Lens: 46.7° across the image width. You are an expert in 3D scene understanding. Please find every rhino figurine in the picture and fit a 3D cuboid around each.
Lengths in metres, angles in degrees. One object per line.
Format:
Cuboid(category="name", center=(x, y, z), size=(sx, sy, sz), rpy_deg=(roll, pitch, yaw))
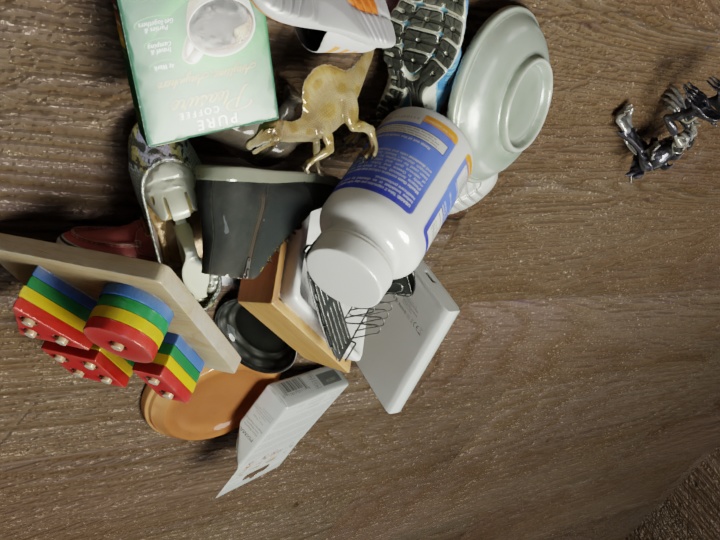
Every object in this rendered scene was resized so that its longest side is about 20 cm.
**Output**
Cuboid(category="rhino figurine", center=(-0.130, -0.158, 0.792), size=(0.087, 0.060, 0.200), rpy_deg=(-41, 142, 22))

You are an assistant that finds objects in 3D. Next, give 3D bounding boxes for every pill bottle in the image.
Cuboid(category="pill bottle", center=(0.027, -0.063, 0.839), size=(0.200, 0.112, 0.112), rpy_deg=(-57, 157, -32))

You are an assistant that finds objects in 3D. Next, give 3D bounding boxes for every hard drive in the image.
Cuboid(category="hard drive", center=(0.054, 0.082, 1.149), size=(0.026, 0.132, 0.200), rpy_deg=(-4, 135, -35))

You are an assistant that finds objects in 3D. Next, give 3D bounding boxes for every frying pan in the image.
Cuboid(category="frying pan", center=(-0.146, 0.049, 1.029), size=(0.115, 0.031, 0.190), rpy_deg=(-17, 113, 34))

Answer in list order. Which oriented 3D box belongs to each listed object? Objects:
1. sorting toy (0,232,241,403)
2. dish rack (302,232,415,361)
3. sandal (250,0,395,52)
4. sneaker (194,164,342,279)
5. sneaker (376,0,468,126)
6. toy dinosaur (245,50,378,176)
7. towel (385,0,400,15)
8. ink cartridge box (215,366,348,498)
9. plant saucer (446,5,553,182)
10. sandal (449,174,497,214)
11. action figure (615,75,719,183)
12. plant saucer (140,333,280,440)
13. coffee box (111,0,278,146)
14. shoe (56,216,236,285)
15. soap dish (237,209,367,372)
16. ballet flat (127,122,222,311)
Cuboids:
Cuboid(category="sorting toy", center=(-0.249, 0.057, 0.826), size=(0.199, 0.200, 0.070), rpy_deg=(67, 38, -56))
Cuboid(category="dish rack", center=(0.000, 0.000, 0.940), size=(0.054, 0.200, 0.154), rpy_deg=(-7, 115, 23))
Cuboid(category="sandal", center=(-0.044, -0.231, 0.727), size=(0.059, 0.079, 0.206), rpy_deg=(-19, 175, 35))
Cuboid(category="sneaker", center=(-0.089, -0.048, 0.830), size=(0.200, 0.075, 0.107), rpy_deg=(-4, 100, -52))
Cuboid(category="sneaker", center=(0.068, -0.226, 0.865), size=(0.090, 0.078, 0.200), rpy_deg=(-57, 171, -35))
Cuboid(category="toy dinosaur", center=(-0.018, -0.157, 0.800), size=(0.200, 0.058, 0.101), rpy_deg=(-48, 132, -25))
Cuboid(category="towel", center=(-0.006, -0.308, 0.752), size=(0.200, 0.023, 0.144), rpy_deg=(5, 131, -39))
Cuboid(category="ink cartridge box", center=(-0.125, 0.230, 1.216), size=(0.200, 0.057, 0.162), rpy_deg=(-48, 162, 25))
Cuboid(category="plant saucer", center=(0.168, -0.189, 0.929), size=(0.200, 0.050, 0.201), rpy_deg=(-35, 136, -41))
Cuboid(category="sandal", center=(0.069, -0.099, 1.032), size=(0.202, 0.050, 0.083), rpy_deg=(-23, 130, 6))
Cuboid(category="action figure", center=(0.421, -0.199, 1.150), size=(0.119, 0.102, 0.200), rpy_deg=(-27, 171, -24))
Cuboid(category="plant saucer", center=(-0.195, 0.167, 1.134), size=(0.200, 0.037, 0.200), rpy_deg=(-22, 143, -18))
Cuboid(category="coffee box", center=(-0.141, -0.211, 0.686), size=(0.123, 0.044, 0.200), rpy_deg=(-19, 122, -20))
Cuboid(category="shoe", center=(-0.207, -0.043, 0.864), size=(0.200, 0.071, 0.091), rpy_deg=(7, 112, -35))
Cuboid(category="soap dish", center=(-0.061, 0.011, 0.966), size=(0.081, 0.158, 0.200), rpy_deg=(-6, 151, 23))
Cuboid(category="ballet flat", center=(-0.171, -0.046, 0.797), size=(0.072, 0.072, 0.201), rpy_deg=(-19, 117, -21))
